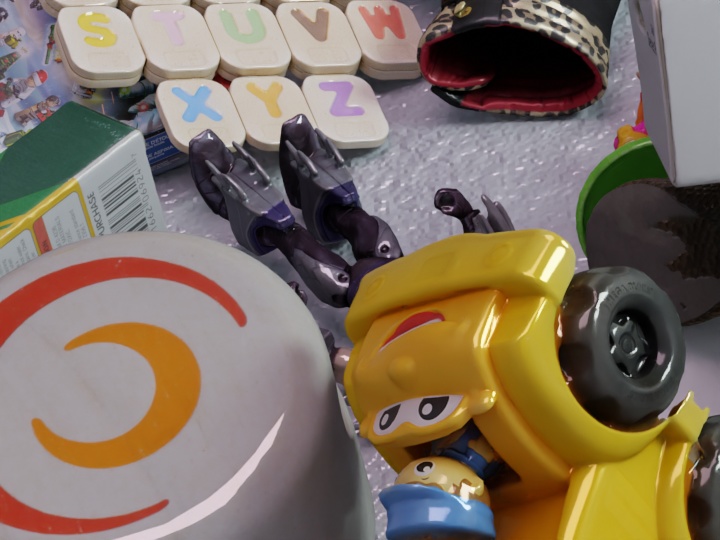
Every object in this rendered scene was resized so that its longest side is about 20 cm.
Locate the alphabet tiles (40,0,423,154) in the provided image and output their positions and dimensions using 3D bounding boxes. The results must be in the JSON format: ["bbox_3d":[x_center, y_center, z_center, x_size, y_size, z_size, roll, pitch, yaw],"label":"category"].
[{"bbox_3d":[-0.067,-0.135,1.476,0.199,0.015,0.196,-4,49,-23],"label":"alphabet tiles"}]

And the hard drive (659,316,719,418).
[{"bbox_3d":[0.187,0.066,1.230,0.199,0.027,0.132,6,43,21],"label":"hard drive"}]

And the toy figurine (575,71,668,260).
[{"bbox_3d":[0.192,-0.091,1.366,0.199,0.150,0.184,-31,22,16],"label":"toy figurine"}]

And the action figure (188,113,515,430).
[{"bbox_3d":[0.000,0.000,1.327,0.130,0.070,0.200,-25,44,-23],"label":"action figure"}]

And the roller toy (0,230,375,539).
[{"bbox_3d":[-0.087,0.090,1.185,0.199,0.140,0.183,9,55,21],"label":"roller toy"}]

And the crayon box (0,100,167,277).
[{"bbox_3d":[-0.171,0.031,1.287,0.051,0.126,0.200,24,51,36],"label":"crayon box"}]

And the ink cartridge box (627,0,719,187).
[{"bbox_3d":[0.215,-0.098,1.176,0.199,0.088,0.145,-6,12,1],"label":"ink cartridge box"}]

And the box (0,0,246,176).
[{"bbox_3d":[-0.159,-0.125,1.499,0.136,0.040,0.200,-23,56,-13],"label":"box"}]

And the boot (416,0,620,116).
[{"bbox_3d":[0.050,-0.158,1.478,0.199,0.073,0.151,14,45,-1],"label":"boot"}]

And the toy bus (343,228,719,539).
[{"bbox_3d":[0.059,0.113,1.070,0.135,0.200,0.192,-14,35,48],"label":"toy bus"}]

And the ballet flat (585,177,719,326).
[{"bbox_3d":[0.168,-0.017,1.221,0.046,0.068,0.200,-14,0,-33],"label":"ballet flat"}]
